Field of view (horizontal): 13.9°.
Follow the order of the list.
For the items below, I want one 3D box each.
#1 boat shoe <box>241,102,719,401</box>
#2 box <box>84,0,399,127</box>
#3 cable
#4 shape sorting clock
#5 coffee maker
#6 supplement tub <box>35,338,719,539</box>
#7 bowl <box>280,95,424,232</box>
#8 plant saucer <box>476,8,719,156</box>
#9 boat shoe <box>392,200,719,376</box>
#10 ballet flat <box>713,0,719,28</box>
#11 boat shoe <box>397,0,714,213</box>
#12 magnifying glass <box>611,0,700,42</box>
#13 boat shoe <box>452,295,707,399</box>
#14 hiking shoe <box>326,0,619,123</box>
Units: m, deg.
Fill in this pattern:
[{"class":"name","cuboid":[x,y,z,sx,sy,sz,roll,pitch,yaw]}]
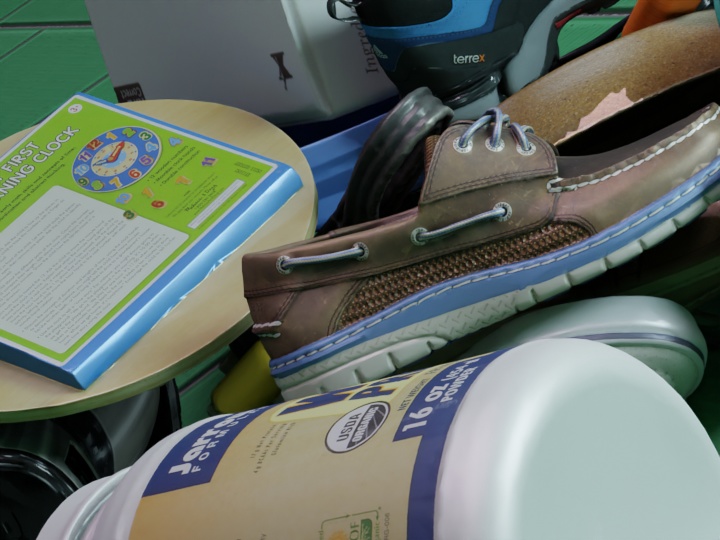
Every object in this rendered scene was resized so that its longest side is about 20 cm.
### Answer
[{"class":"boat shoe","cuboid":[0.048,-0.020,1.091,0.200,0.073,0.072,-27,3,2]},{"class":"box","cuboid":[-0.041,-0.172,1.348,0.131,0.200,0.199,-23,10,-28]},{"class":"cable","cuboid":[0.000,0.000,1.238,0.097,0.050,0.200,-25,-20,-50]},{"class":"shape sorting clock","cuboid":[-0.113,-0.005,1.207,0.199,0.039,0.200,-9,40,7]},{"class":"coffee maker","cuboid":[-0.177,0.104,1.255,0.192,0.135,0.200,-43,12,19]},{"class":"supplement tub","cuboid":[0.005,0.107,0.914,0.200,0.145,0.144,-15,23,37]},{"class":"bowl","cuboid":[-0.033,-0.045,1.342,0.200,0.039,0.201,-20,9,3]},{"class":"plant saucer","cuboid":[0.103,-0.059,1.226,0.200,0.036,0.200,-25,-11,-5]},{"class":"boat shoe","cuboid":[0.077,0.014,1.173,0.200,0.063,0.073,-19,39,26]},{"class":"ballet flat","cuboid":[0.206,-0.124,1.151,0.069,0.070,0.200,-16,10,36]},{"class":"boat shoe","cuboid":[0.090,-0.083,1.409,0.199,0.066,0.075,-24,20,17]},{"class":"magnifying glass","cuboid":[0.119,-0.090,1.253,0.079,0.022,0.200,-24,-13,-10]},{"class":"boat shoe","cuboid":[0.039,0.075,1.092,0.200,0.071,0.070,-21,47,11]},{"class":"hiking shoe","cuboid":[0.077,-0.148,1.244,0.074,0.087,0.200,13,57,51]}]
